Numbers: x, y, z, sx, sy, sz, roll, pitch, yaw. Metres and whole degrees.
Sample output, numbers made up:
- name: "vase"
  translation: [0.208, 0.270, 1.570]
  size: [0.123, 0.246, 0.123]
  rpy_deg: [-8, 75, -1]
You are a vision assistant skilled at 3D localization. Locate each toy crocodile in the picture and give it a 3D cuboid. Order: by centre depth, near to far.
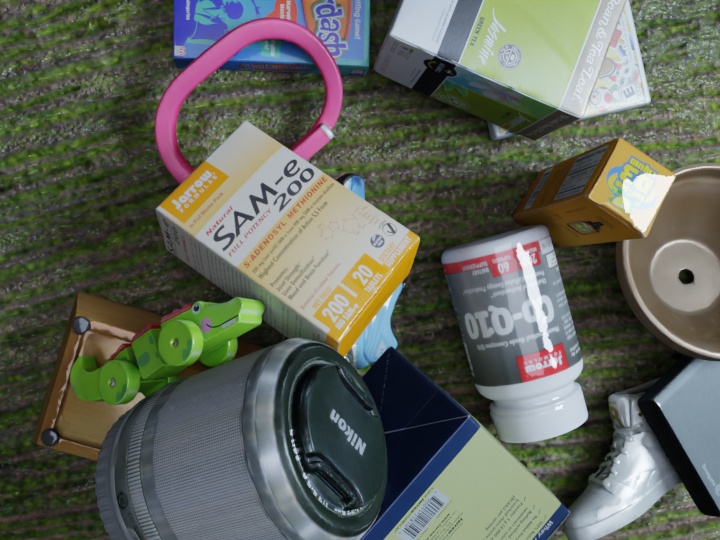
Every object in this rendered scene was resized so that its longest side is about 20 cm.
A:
- name: "toy crocodile"
  translation: [-0.170, 0.069, 0.658]
  size: [0.199, 0.067, 0.062]
  rpy_deg: [-30, 73, 23]

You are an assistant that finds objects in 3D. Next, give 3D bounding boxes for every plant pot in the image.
- name: "plant pot"
  translation: [0.358, -0.002, 0.791]
  size: [0.199, 0.093, 0.203]
  rpy_deg: [0, 76, -1]

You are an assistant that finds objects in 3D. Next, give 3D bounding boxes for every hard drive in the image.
- name: "hard drive"
  translation: [0.393, 0.141, 0.802]
  size: [0.199, 0.033, 0.140]
  rpy_deg: [-33, 94, -26]

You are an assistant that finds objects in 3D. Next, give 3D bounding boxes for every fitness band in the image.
- name: "fitness band"
  translation: [-0.110, -0.157, 0.752]
  size: [0.200, 0.037, 0.144]
  rpy_deg: [-38, 109, 6]

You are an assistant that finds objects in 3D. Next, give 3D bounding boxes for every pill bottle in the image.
- name: "pill bottle"
  translation: [0.160, 0.063, 0.770]
  size: [0.113, 0.114, 0.201]
  rpy_deg: [-16, 92, -6]

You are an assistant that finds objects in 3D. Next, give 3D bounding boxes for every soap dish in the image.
- name: "soap dish"
  translation: [-0.211, 0.125, 0.748]
  size: [0.199, 0.081, 0.158]
  rpy_deg: [17, 89, -5]

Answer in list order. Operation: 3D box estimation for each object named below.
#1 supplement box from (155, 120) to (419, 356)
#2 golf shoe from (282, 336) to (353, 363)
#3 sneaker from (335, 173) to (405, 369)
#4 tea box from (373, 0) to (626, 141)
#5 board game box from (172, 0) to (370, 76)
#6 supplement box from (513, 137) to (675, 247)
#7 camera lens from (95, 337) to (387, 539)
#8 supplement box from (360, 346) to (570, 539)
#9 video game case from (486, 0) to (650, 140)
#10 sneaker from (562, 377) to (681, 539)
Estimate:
- name: "supplement box"
  translation: [-0.065, -0.025, 0.677]
  size: [0.199, 0.074, 0.126]
  rpy_deg: [34, 65, 11]
- name: "golf shoe"
  translation: [-0.059, 0.120, 0.758]
  size: [0.077, 0.088, 0.201]
  rpy_deg: [13, 123, -19]
- name: "sneaker"
  translation: [0.000, 0.000, 0.786]
  size: [0.089, 0.078, 0.202]
  rpy_deg: [-6, 95, -25]
- name: "tea box"
  translation: [0.142, -0.262, 0.734]
  size: [0.196, 0.134, 0.201]
  rpy_deg: [22, 88, -5]
- name: "board game box"
  translation: [-0.089, -0.284, 0.775]
  size: [0.198, 0.045, 0.153]
  rpy_deg: [0, 91, -7]
- name: "supplement box"
  translation: [0.218, -0.069, 0.732]
  size: [0.066, 0.200, 0.069]
  rpy_deg: [32, 88, -6]
- name: "camera lens"
  translation: [-0.090, 0.153, 0.606]
  size: [0.199, 0.160, 0.161]
  rpy_deg: [-22, 93, 27]
- name: "supplement box"
  translation: [0.051, 0.223, 0.711]
  size: [0.200, 0.134, 0.200]
  rpy_deg: [-47, 125, -4]
- name: "video game case"
  translation: [0.207, -0.259, 0.818]
  size: [0.181, 0.023, 0.202]
  rpy_deg: [-13, 92, -6]
- name: "sneaker"
  translation: [0.278, 0.193, 0.810]
  size: [0.199, 0.074, 0.116]
  rpy_deg: [-30, 92, -15]
